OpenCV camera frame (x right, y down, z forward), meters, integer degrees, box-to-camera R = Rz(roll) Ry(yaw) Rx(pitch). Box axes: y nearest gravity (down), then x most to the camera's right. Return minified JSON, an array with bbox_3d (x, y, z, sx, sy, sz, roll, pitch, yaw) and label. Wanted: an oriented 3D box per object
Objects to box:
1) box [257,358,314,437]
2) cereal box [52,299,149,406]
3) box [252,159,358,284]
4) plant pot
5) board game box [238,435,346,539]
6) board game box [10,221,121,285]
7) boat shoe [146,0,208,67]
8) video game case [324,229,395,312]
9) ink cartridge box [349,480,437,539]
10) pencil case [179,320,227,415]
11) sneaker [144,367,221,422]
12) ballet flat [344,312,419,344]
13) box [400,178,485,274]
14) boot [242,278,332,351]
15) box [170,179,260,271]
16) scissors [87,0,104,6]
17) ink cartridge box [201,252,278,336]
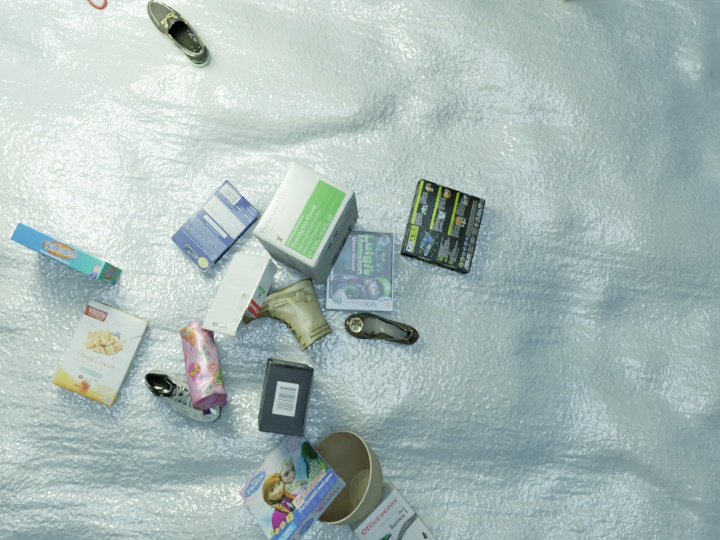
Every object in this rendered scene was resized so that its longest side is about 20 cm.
[{"bbox_3d":[-0.174,0.285,1.329,0.101,0.200,0.153,10,83,-9],"label":"box"},{"bbox_3d":[-0.595,0.188,1.337,0.141,0.040,0.205,22,81,-7],"label":"cereal box"},{"bbox_3d":[-0.121,-0.108,1.368,0.168,0.200,0.203,27,80,9],"label":"box"},{"bbox_3d":[-0.022,0.498,1.358,0.134,0.198,0.203,41,76,-43],"label":"plant pot"},{"bbox_3d":[-0.160,0.497,1.322,0.201,0.198,0.041,-48,133,-11],"label":"board game box"},{"bbox_3d":[-0.652,-0.034,1.301,0.196,0.152,0.046,26,80,-7],"label":"board game box"},{"bbox_3d":[-0.455,-0.601,1.441,0.201,0.061,0.072,45,79,-3],"label":"boat shoe"},{"bbox_3d":[0.000,0.000,1.480,0.176,0.023,0.207,3,84,-10],"label":"video game case"},{"bbox_3d":[0.084,0.639,1.397,0.145,0.084,0.201,-40,94,-12],"label":"ink cartridge box"},{"bbox_3d":[-0.359,0.218,1.327,0.085,0.088,0.204,-15,61,-11],"label":"pencil case"},{"bbox_3d":[-0.413,0.294,1.328,0.197,0.115,0.077,31,80,-6],"label":"sneaker"},{"bbox_3d":[0.056,0.150,1.463,0.194,0.046,0.069,14,81,-8],"label":"ballet flat"},{"bbox_3d":[0.217,-0.114,1.521,0.188,0.048,0.206,15,83,-6],"label":"box"},{"bbox_3d":[-0.179,0.128,1.410,0.196,0.073,0.159,-24,86,-17],"label":"boot"},{"bbox_3d":[-0.355,-0.107,1.423,0.121,0.032,0.201,43,77,-3],"label":"box"},{"bbox_3d":[-0.715,-0.700,1.431,0.194,0.014,0.075,12,85,-8],"label":"scissors"},{"bbox_3d":[-0.282,0.062,1.362,0.106,0.051,0.204,8,65,28],"label":"ink cartridge box"}]
